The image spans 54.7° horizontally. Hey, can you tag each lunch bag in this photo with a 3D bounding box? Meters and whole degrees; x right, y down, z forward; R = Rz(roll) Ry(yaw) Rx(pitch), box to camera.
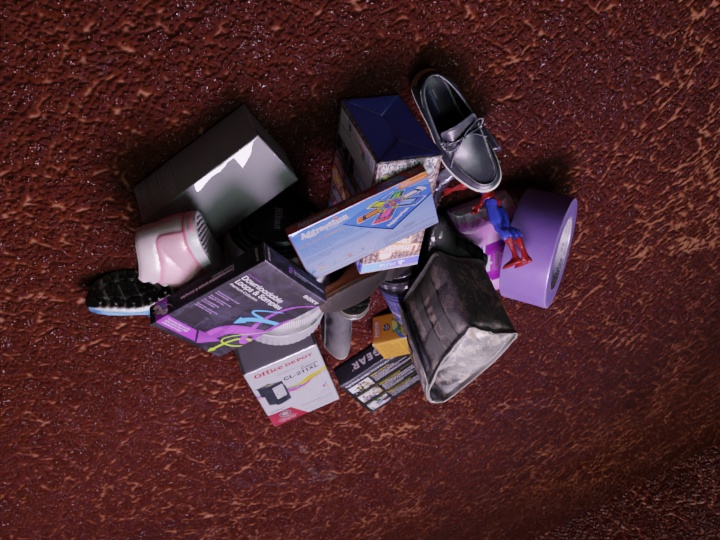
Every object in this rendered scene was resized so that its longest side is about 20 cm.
[{"bbox_3d":[0.136,0.098,1.134,0.117,0.165,0.201,9,133,-27],"label":"lunch bag"}]

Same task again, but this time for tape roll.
[{"bbox_3d":[0.318,-0.040,1.240,0.200,0.084,0.202,-46,144,-48],"label":"tape roll"}]

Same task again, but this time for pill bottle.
[{"bbox_3d":[0.086,0.015,1.238,0.111,0.112,0.200,-28,140,1],"label":"pill bottle"}]

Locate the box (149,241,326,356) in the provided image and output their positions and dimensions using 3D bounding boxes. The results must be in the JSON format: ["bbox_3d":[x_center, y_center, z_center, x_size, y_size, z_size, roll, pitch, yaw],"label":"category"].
[{"bbox_3d":[-0.165,0.046,0.952,0.199,0.036,0.143,-29,143,20],"label":"box"}]

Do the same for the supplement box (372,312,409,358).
[{"bbox_3d":[0.122,0.110,1.339,0.198,0.067,0.069,-17,143,22],"label":"supplement box"}]

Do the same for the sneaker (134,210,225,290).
[{"bbox_3d":[-0.244,-0.004,0.952,0.104,0.076,0.201,-12,147,0],"label":"sneaker"}]

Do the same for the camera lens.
[{"bbox_3d":[-0.125,-0.004,1.066,0.159,0.161,0.201,-12,137,-17],"label":"camera lens"}]

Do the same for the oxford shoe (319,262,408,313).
[{"bbox_3d":[0.000,0.000,1.082,0.199,0.071,0.072,-33,161,-35],"label":"oxford shoe"}]

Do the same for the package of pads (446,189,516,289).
[{"bbox_3d":[0.222,-0.044,1.277,0.119,0.076,0.201,-18,138,-7],"label":"package of pads"}]

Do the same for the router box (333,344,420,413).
[{"bbox_3d":[0.064,0.205,1.467,0.199,0.051,0.149,-34,137,7],"label":"router box"}]

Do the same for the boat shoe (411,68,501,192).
[{"bbox_3d":[0.140,-0.199,1.002,0.074,0.062,0.201,-32,100,0],"label":"boat shoe"}]

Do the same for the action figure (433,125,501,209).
[{"bbox_3d":[0.129,-0.147,1.097,0.069,0.130,0.200,43,104,-4],"label":"action figure"}]

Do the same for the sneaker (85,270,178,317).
[{"bbox_3d":[-0.325,0.057,1.089,0.198,0.079,0.090,1,135,-29],"label":"sneaker"}]

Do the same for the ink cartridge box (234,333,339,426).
[{"bbox_3d":[-0.138,0.192,1.322,0.145,0.083,0.201,-23,140,-4],"label":"ink cartridge box"}]

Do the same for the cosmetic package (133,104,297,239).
[{"bbox_3d":[-0.200,-0.121,0.966,0.199,0.090,0.107,-35,140,5],"label":"cosmetic package"}]

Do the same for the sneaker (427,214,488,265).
[{"bbox_3d":[0.166,-0.028,1.178,0.090,0.077,0.200,-8,145,19],"label":"sneaker"}]

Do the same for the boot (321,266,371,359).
[{"bbox_3d":[-0.034,0.081,1.199,0.072,0.183,0.201,3,128,-12],"label":"boot"}]

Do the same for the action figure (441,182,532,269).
[{"bbox_3d":[0.201,-0.092,1.151,0.099,0.202,0.065,-25,166,36],"label":"action figure"}]

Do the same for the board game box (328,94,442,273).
[{"bbox_3d":[0.028,-0.127,1.023,0.096,0.160,0.201,-9,137,-19],"label":"board game box"}]

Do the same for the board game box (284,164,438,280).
[{"bbox_3d":[0.006,-0.062,0.941,0.199,0.020,0.103,-25,141,-2],"label":"board game box"}]
